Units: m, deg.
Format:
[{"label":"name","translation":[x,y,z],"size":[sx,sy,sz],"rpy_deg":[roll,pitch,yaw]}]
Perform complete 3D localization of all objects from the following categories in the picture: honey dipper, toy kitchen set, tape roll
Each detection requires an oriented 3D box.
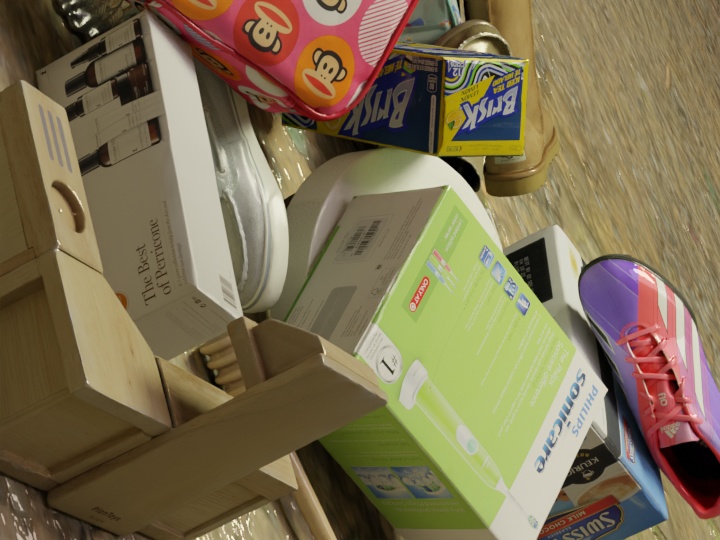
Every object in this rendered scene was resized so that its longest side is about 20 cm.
[{"label":"honey dipper","translation":[-0.034,0.126,1.541],"size":[0.200,0.038,0.038],"rpy_deg":[63,18,-6]},{"label":"toy kitchen set","translation":[-0.097,0.012,1.322],"size":[0.200,0.163,0.181],"rpy_deg":[35,34,-56]},{"label":"tape roll","translation":[0.022,0.019,1.691],"size":[0.202,0.037,0.204],"rpy_deg":[9,78,-47]}]

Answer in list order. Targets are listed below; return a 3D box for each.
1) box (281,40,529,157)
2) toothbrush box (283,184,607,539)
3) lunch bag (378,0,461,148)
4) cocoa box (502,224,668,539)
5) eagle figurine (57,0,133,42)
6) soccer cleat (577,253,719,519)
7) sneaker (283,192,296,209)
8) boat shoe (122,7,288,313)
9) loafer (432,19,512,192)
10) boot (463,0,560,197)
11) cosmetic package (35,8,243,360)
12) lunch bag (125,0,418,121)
[{"label":"box","translation":[0.026,-0.115,1.694],"size":[0.070,0.200,0.065],"rpy_deg":[-2,99,-30]},{"label":"toothbrush box","translation":[0.048,0.068,1.623],"size":[0.200,0.086,0.146],"rpy_deg":[49,53,-31]},{"label":"lunch bag","translation":[0.042,-0.164,1.987],"size":[0.161,0.077,0.201],"rpy_deg":[-94,177,-59]},{"label":"cocoa box","translation":[0.123,0.096,1.849],"size":[0.131,0.133,0.200],"rpy_deg":[51,22,-34]},{"label":"eagle figurine","translation":[-0.126,-0.233,1.647],"size":[0.200,0.150,0.152],"rpy_deg":[-105,171,-62]},{"label":"soccer cleat","translation":[0.209,0.079,1.793],"size":[0.200,0.068,0.073],"rpy_deg":[60,22,-22]},{"label":"sneaker","translation":[0.000,0.000,1.775],"size":[0.200,0.067,0.090],"rpy_deg":[41,11,-35]},{"label":"boat shoe","translation":[-0.102,-0.069,1.585],"size":[0.071,0.070,0.202],"rpy_deg":[-8,79,-42]},{"label":"loafer","translation":[0.061,-0.087,1.866],"size":[0.076,0.067,0.200],"rpy_deg":[37,74,-40]},{"label":"boot","translation":[0.112,-0.175,2.000],"size":[0.175,0.066,0.201],"rpy_deg":[-92,174,-71]},{"label":"cosmetic package","translation":[-0.126,-0.043,1.450],"size":[0.051,0.082,0.200],"rpy_deg":[38,30,-48]},{"label":"lunch bag","translation":[-0.052,-0.202,1.536],"size":[0.200,0.177,0.082],"rpy_deg":[35,-10,-32]}]
